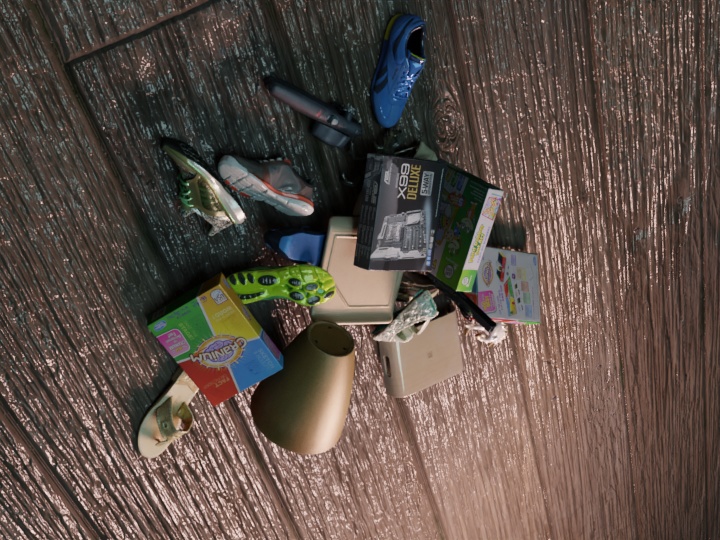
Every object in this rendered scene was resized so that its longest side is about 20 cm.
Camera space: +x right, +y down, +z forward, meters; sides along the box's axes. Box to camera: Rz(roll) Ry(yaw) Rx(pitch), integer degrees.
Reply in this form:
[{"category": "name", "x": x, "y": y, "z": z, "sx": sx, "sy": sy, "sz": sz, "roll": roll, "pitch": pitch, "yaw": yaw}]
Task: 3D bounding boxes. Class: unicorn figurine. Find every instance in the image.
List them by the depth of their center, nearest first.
[{"category": "unicorn figurine", "x": 0.279, "y": 0.103, "z": 1.824, "sx": 0.136, "sy": 0.073, "sz": 0.204, "roll": -13, "pitch": 115, "yaw": -42}]

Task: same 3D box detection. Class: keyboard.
[{"category": "keyboard", "x": 0.186, "y": 0.050, "z": 1.637, "sx": 0.021, "sy": 0.200, "sz": 0.127, "roll": -50, "pitch": 165, "yaw": 12}]

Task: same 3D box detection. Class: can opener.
[{"category": "can opener", "x": -0.077, "y": -0.270, "z": 1.394, "sx": 0.198, "sy": 0.063, "sz": 0.079, "roll": 25, "pitch": 98, "yaw": -41}]

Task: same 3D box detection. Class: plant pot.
[{"category": "plant pot", "x": -0.086, "y": 0.197, "z": 1.511, "sx": 0.184, "sy": 0.187, "sz": 0.202, "roll": -1, "pitch": 132, "yaw": -34}]

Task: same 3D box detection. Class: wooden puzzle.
[{"category": "wooden puzzle", "x": 0.000, "y": 0.000, "z": 1.535, "sx": 0.182, "sy": 0.037, "sz": 0.204, "roll": 1, "pitch": 109, "yaw": -32}]

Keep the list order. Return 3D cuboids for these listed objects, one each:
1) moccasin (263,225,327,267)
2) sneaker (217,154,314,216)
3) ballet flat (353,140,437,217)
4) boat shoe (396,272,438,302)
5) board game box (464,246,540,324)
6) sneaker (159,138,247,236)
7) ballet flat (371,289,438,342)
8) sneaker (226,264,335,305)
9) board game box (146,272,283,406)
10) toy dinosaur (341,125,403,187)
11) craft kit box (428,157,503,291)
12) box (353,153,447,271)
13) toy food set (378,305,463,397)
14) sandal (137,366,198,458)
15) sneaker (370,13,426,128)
[{"category": "moccasin", "x": -0.102, "y": -0.049, "z": 1.481, "sx": 0.200, "sy": 0.067, "sz": 0.082, "roll": 30, "pitch": 81, "yaw": -64}, {"category": "sneaker", "x": -0.156, "y": -0.162, "z": 1.405, "sx": 0.199, "sy": 0.076, "sz": 0.083, "roll": 27, "pitch": 69, "yaw": -43}, {"category": "ballet flat", "x": 0.055, "y": -0.177, "z": 1.542, "sx": 0.199, "sy": 0.069, "sz": 0.070, "roll": -36, "pitch": 129, "yaw": -17}, {"category": "boat shoe", "x": 0.078, "y": 0.017, "z": 1.640, "sx": 0.199, "sy": 0.075, "sz": 0.076, "roll": -2, "pitch": 118, "yaw": -33}, {"category": "board game box", "x": 0.304, "y": 0.032, "z": 1.776, "sx": 0.197, "sy": 0.040, "sz": 0.156, "roll": 8, "pitch": 78, "yaw": -37}, {"category": "sneaker", "x": -0.266, "y": -0.125, "z": 1.335, "sx": 0.088, "sy": 0.077, "sz": 0.201, "roll": -39, "pitch": 128, "yaw": 0}, {"category": "ballet flat", "x": 0.087, "y": 0.106, "z": 1.626, "sx": 0.071, "sy": 0.073, "sz": 0.200, "roll": -7, "pitch": 159, "yaw": -31}, {"category": "sneaker", "x": -0.141, "y": 0.019, "z": 1.460, "sx": 0.196, "sy": 0.084, "sz": 0.076, "roll": 2, "pitch": 102, "yaw": -7}, {"category": "board game box", "x": -0.247, "y": 0.122, "z": 1.429, "sx": 0.151, "sy": 0.041, "sz": 0.201, "roll": -29, "pitch": 117, "yaw": 10}, {"category": "toy dinosaur", "x": 0.013, "y": -0.180, "z": 1.489, "sx": 0.047, "sy": 0.087, "sz": 0.203, "roll": 69, "pitch": 40, "yaw": -82}, {"category": "craft kit box", "x": 0.165, "y": -0.091, "z": 1.567, "sx": 0.048, "sy": 0.199, "sz": 0.201, "roll": 1, "pitch": 112, "yaw": -34}, {"category": "box", "x": 0.072, "y": -0.102, "z": 1.483, "sx": 0.156, "sy": 0.049, "sz": 0.204, "roll": 1, "pitch": 101, "yaw": -40}, {"category": "toy food set", "x": 0.133, "y": 0.172, "z": 1.780, "sx": 0.197, "sy": 0.060, "sz": 0.146, "roll": -20, "pitch": 112, "yaw": -27}, {"category": "sandal", "x": -0.331, "y": 0.261, "z": 1.484, "sx": 0.077, "sy": 0.069, "sz": 0.214, "roll": 25, "pitch": 98, "yaw": -40}, {"category": "sneaker", "x": 0.071, "y": -0.344, "z": 1.452, "sx": 0.065, "sy": 0.078, "sz": 0.203, "roll": -4, "pitch": 116, "yaw": -35}]
